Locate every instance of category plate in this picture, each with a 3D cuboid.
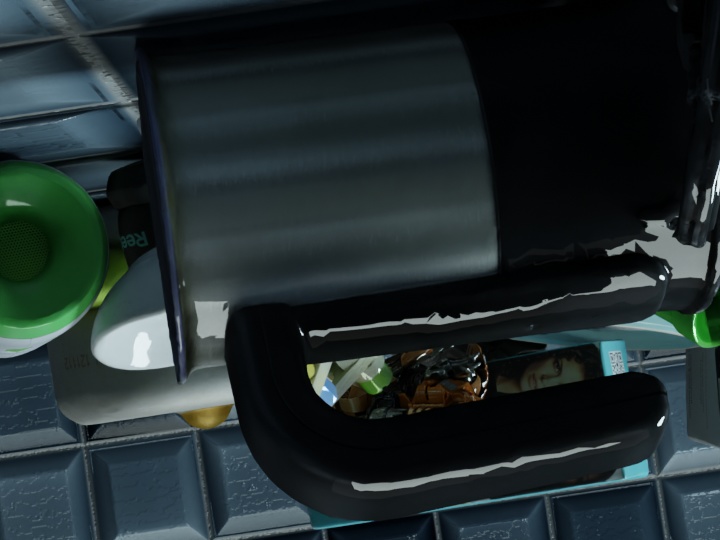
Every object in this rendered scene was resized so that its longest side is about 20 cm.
[{"bbox_3d":[0.136,0.028,1.275,0.200,0.026,0.200,5,173,1],"label":"plate"}]

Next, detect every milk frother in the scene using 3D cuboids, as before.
[{"bbox_3d":[0.027,-0.040,0.695,0.188,0.181,0.200,-8,134,-7],"label":"milk frother"}]

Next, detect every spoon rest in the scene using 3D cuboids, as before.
[{"bbox_3d":[-0.074,0.001,0.959,0.099,0.061,0.200,-14,155,-11],"label":"spoon rest"}]

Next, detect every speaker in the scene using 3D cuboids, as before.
[{"bbox_3d":[-0.172,-0.003,1.054,0.088,0.089,0.200,-8,177,-14],"label":"speaker"}]

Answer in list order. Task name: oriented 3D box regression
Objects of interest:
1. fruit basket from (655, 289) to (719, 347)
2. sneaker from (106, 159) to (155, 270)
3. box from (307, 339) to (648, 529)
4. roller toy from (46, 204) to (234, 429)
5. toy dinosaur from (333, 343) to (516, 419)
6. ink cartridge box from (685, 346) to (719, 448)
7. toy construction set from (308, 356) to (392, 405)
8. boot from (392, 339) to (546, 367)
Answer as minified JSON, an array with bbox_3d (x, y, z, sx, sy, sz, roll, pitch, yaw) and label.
[{"bbox_3d":[0.245,-0.040,1.130,0.215,0.156,0.216,5,-171,-1],"label":"fruit basket"},{"bbox_3d":[-0.026,-0.028,1.081,0.199,0.080,0.075,-9,177,-13],"label":"sneaker"},{"bbox_3d":[0.063,0.098,1.273,0.199,0.083,0.049,-12,174,23],"label":"box"},{"bbox_3d":[-0.100,0.027,1.329,0.199,0.140,0.182,-8,178,-11],"label":"roller toy"},{"bbox_3d":[0.031,0.069,1.171,0.136,0.102,0.200,-24,-143,-29],"label":"toy dinosaur"},{"bbox_3d":[0.294,0.070,1.327,0.144,0.085,0.200,-2,-179,-7],"label":"ink cartridge box"},{"bbox_3d":[0.000,0.000,1.152,0.200,0.092,0.131,-40,-154,-26],"label":"toy construction set"},{"bbox_3d":[0.106,0.072,1.405,0.174,0.069,0.200,28,-176,33],"label":"boot"}]
